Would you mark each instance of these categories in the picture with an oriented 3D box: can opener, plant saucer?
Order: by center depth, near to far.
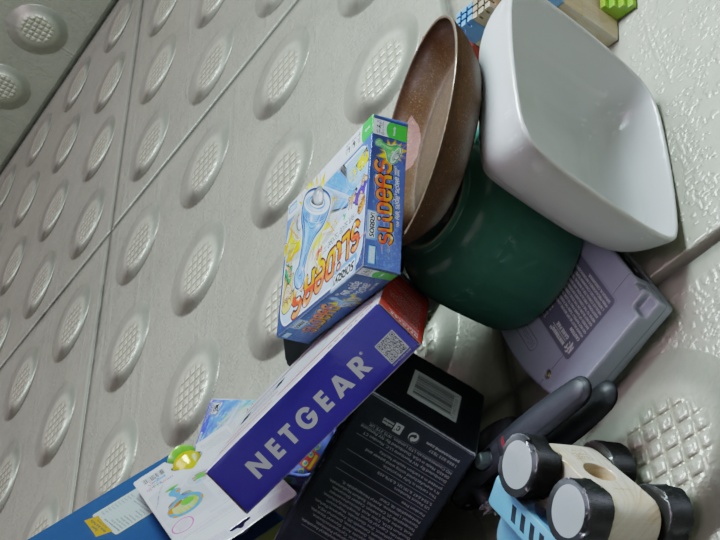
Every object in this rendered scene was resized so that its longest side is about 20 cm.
[{"bbox_3d":[0.133,0.141,0.913,0.200,0.063,0.079,-52,48,48],"label":"can opener"},{"bbox_3d":[0.059,-0.110,0.937,0.200,0.036,0.201,-166,90,-78],"label":"plant saucer"}]

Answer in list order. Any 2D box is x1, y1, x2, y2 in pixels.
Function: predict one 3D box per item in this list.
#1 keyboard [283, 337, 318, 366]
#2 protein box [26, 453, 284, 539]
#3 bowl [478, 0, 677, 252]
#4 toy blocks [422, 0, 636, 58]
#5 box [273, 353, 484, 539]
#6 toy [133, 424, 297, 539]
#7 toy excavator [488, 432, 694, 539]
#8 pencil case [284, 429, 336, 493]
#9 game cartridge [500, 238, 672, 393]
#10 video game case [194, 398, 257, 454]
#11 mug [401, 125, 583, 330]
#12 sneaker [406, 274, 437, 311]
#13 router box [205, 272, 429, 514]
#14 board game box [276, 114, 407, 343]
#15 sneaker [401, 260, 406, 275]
[{"bbox_3d":[-0.035,0.023,1.370,0.200,0.021,0.127,-42,41,35],"label":"keyboard"},{"bbox_3d":[-0.198,0.317,1.144,0.198,0.200,0.135,21,130,45],"label":"protein box"},{"bbox_3d":[0.170,-0.115,0.934,0.075,0.200,0.200,-35,39,39],"label":"bowl"},{"bbox_3d":[0.156,-0.244,1.130,0.200,0.136,0.100,-31,43,45],"label":"toy blocks"},{"bbox_3d":[0.014,0.188,0.999,0.201,0.107,0.148,-60,-1,15],"label":"box"},{"bbox_3d":[-0.141,0.225,1.097,0.115,0.047,0.200,-30,26,-17],"label":"toy"},{"bbox_3d":[0.133,0.219,0.864,0.194,0.100,0.201,40,117,57],"label":"toy excavator"},{"bbox_3d":[-0.084,0.196,1.185,0.200,0.087,0.078,126,162,-64],"label":"pencil case"},{"bbox_3d":[0.181,0.026,0.984,0.133,0.041,0.200,-58,29,22],"label":"game cartridge"},{"bbox_3d":[-0.159,0.257,1.372,0.181,0.045,0.201,-9,61,56],"label":"video game case"},{"bbox_3d":[0.103,-0.046,1.016,0.152,0.114,0.185,-54,30,20],"label":"mug"},{"bbox_3d":[0.020,0.035,1.212,0.200,0.077,0.085,-54,25,19],"label":"sneaker"},{"bbox_3d":[-0.031,0.094,0.953,0.200,0.049,0.180,-45,3,11],"label":"router box"},{"bbox_3d":[-0.018,-0.029,0.972,0.200,0.034,0.136,140,138,-58],"label":"board game box"},{"bbox_3d":[0.000,0.000,1.085,0.201,0.083,0.081,86,-155,-43],"label":"sneaker"}]
